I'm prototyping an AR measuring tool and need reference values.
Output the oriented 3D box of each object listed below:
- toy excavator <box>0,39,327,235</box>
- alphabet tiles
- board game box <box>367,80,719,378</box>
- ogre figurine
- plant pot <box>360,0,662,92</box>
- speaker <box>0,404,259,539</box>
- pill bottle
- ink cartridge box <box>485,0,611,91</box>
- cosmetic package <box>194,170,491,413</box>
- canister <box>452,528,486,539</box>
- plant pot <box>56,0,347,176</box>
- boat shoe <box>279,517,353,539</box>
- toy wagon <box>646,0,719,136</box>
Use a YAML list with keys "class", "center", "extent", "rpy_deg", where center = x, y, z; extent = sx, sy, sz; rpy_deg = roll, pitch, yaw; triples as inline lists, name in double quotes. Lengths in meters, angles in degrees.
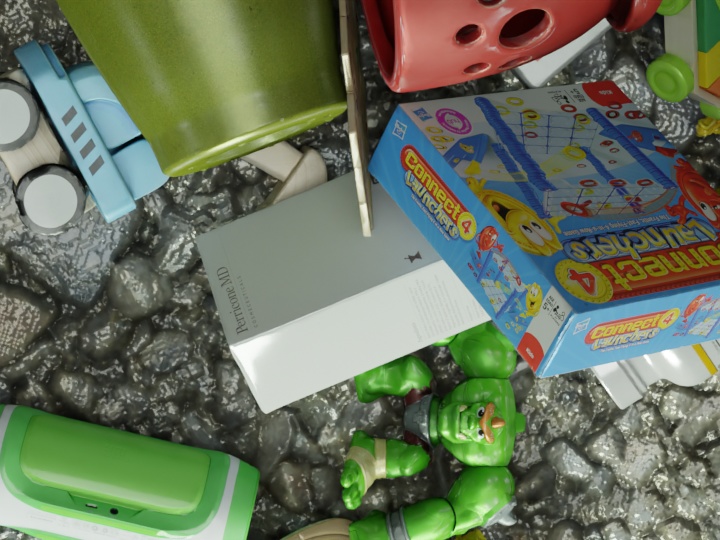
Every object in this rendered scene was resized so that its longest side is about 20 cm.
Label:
- class: "toy excavator"
  center: [-0.145, -0.088, 1.549]
  extent: [0.199, 0.100, 0.195]
  rpy_deg: [-29, 101, -4]
- class: "alphabet tiles"
  center: [-0.004, -0.129, 1.475]
  extent: [0.006, 0.201, 0.167]
  rpy_deg: [-5, 140, 2]
- class: "board game box"
  center: [0.139, -0.033, 1.454]
  extent: [0.196, 0.199, 0.056]
  rpy_deg: [51, 133, 31]
- class: "ogre figurine"
  center: [0.052, 0.102, 1.584]
  extent: [0.119, 0.098, 0.201]
  rpy_deg: [0, 68, 11]
- class: "plant pot"
  center: [0.088, -0.219, 1.387]
  extent: [0.182, 0.200, 0.201]
  rpy_deg: [-8, 101, -5]
- class: "speaker"
  center: [-0.175, 0.153, 1.591]
  extent: [0.199, 0.088, 0.089]
  rpy_deg: [14, 100, -3]
- class: "pill bottle"
  center: [0.241, 0.009, 1.562]
  extent: [0.200, 0.104, 0.104]
  rpy_deg: [-35, 99, 5]
- class: "ink cartridge box"
  center: [0.105, -0.241, 1.524]
  extent: [0.146, 0.083, 0.200]
  rpy_deg: [-41, 99, 7]
- class: "cosmetic package"
  center: [0.000, 0.000, 1.531]
  extent: [0.199, 0.113, 0.081]
  rpy_deg: [-23, 137, -2]
- class: "canister"
  center: [0.034, 0.298, 1.622]
  extent: [0.199, 0.087, 0.149]
  rpy_deg: [-30, 99, 6]
- class: "plant pot"
  center: [-0.098, -0.170, 1.459]
  extent: [0.200, 0.200, 0.194]
  rpy_deg: [-21, 90, 3]
- class: "boat shoe"
  center: [-0.083, 0.244, 1.620]
  extent: [0.200, 0.065, 0.072]
  rpy_deg: [-41, 108, -12]
- class: "toy wagon"
  center: [0.246, -0.173, 1.513]
  extent: [0.039, 0.155, 0.201]
  rpy_deg: [22, 139, 33]
